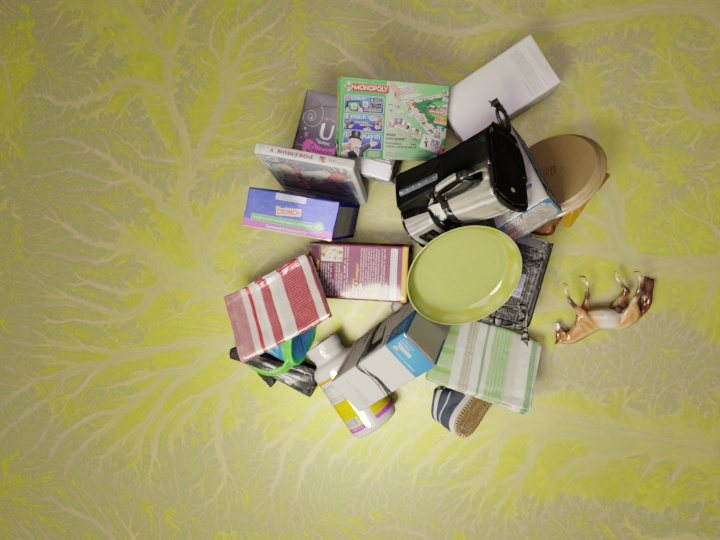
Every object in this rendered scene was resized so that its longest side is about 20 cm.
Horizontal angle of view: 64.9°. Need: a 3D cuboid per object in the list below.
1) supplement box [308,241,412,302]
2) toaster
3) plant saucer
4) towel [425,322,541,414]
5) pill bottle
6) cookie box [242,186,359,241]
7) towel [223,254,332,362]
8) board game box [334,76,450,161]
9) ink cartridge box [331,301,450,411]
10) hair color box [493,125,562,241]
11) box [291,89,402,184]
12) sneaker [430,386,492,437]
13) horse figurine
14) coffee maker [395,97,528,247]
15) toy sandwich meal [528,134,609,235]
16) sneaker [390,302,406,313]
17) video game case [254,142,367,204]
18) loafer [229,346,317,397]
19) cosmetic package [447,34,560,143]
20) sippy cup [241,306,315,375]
[{"bbox_3d":[0.000,0.000,1.128,0.200,0.086,0.111,3,96,10],"label":"supplement box"},{"bbox_3d":[0.247,0.014,1.066,0.181,0.119,0.200,15,97,10],"label":"toaster"},{"bbox_3d":[0.173,0.005,0.963,0.200,0.031,0.200,-5,124,-8],"label":"plant saucer"},{"bbox_3d":[0.232,0.171,1.065,0.200,0.031,0.149,18,63,2],"label":"towel"},{"bbox_3d":[-0.023,0.228,1.144,0.104,0.104,0.200,-35,88,12],"label":"pill bottle"},{"bbox_3d":[-0.106,-0.108,1.079,0.171,0.200,0.075,11,97,10],"label":"cookie box"},{"bbox_3d":[-0.163,0.070,1.081,0.200,0.023,0.144,-28,64,11],"label":"towel"},{"bbox_3d":[0.057,-0.264,0.999,0.200,0.029,0.135,0,102,-16],"label":"board game box"},{"bbox_3d":[0.057,0.150,1.038,0.084,0.145,0.200,46,123,-7],"label":"ink cartridge box"},{"bbox_3d":[0.269,-0.158,1.009,0.100,0.061,0.200,-34,45,26],"label":"hair color box"},{"bbox_3d":[-0.015,-0.253,1.093,0.200,0.115,0.132,17,98,9],"label":"box"},{"bbox_3d":[0.220,0.233,1.119,0.200,0.108,0.070,-44,110,-20],"label":"sneaker"},{"bbox_3d":[0.461,0.069,1.063,0.200,0.050,0.133,-11,105,5],"label":"horse figurine"},{"bbox_3d":[0.172,-0.155,0.973,0.200,0.192,0.135,-19,132,42],"label":"coffee maker"},{"bbox_3d":[0.354,-0.156,1.035,0.205,0.070,0.205,-21,50,28],"label":"toy sandwich meal"},{"bbox_3d":[0.151,0.112,1.125,0.200,0.070,0.080,35,93,-1],"label":"sneaker"},{"bbox_3d":[-0.086,-0.178,1.072,0.182,0.200,0.023,12,80,9],"label":"video game case"},{"bbox_3d":[-0.185,0.211,1.190,0.200,0.068,0.070,17,89,5],"label":"loafer"},{"bbox_3d":[0.252,-0.326,1.052,0.200,0.085,0.108,-31,88,13],"label":"cosmetic package"},{"bbox_3d":[-0.173,0.112,1.148,0.130,0.178,0.140,10,121,15],"label":"sippy cup"}]
